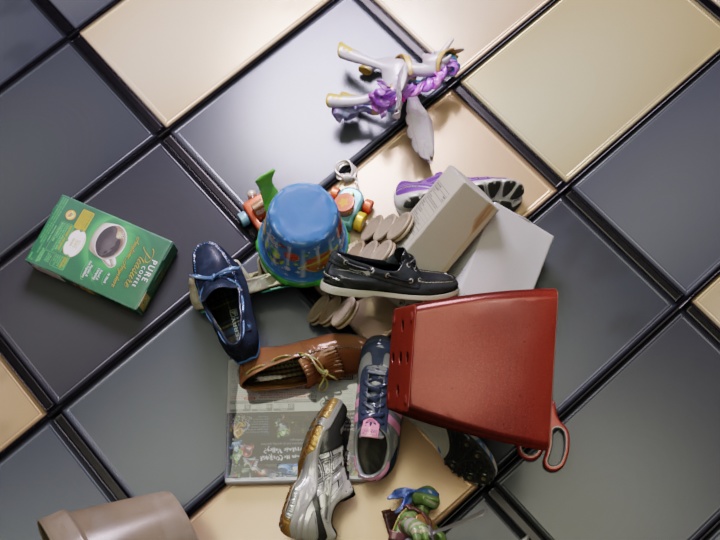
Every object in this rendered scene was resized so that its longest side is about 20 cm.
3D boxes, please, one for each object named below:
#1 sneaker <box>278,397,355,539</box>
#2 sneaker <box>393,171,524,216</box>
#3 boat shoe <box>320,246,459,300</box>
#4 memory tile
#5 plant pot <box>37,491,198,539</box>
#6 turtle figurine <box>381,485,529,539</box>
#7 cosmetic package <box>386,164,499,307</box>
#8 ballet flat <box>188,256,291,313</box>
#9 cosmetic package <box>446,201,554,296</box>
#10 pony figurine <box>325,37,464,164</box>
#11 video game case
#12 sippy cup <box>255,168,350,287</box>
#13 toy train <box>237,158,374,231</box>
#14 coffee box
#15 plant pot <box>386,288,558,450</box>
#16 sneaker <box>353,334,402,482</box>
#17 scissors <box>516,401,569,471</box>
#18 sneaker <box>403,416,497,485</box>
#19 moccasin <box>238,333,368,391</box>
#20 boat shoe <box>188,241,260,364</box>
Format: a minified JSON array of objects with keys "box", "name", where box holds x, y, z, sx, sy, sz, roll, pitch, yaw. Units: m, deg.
[{"box":[-0.044,0.279,1.577,0.088,0.076,0.200,20,75,-7],"name":"sneaker"},{"box":[0.148,-0.122,1.724,0.200,0.081,0.084,-2,41,-8],"name":"sneaker"},{"box":[0.045,0.000,1.551,0.199,0.075,0.066,3,104,-14],"name":"boat shoe"},{"box":[0.000,0.000,1.656,0.017,0.153,0.200,38,76,-18],"name":"memory tile"},{"box":[-0.310,0.383,1.520,0.173,0.200,0.200,-26,70,-23],"name":"plant pot"},{"box":[0.098,0.390,1.504,0.200,0.144,0.194,20,76,14],"name":"turtle figurine"},{"box":[0.101,-0.045,1.639,0.071,0.105,0.200,37,102,-18],"name":"cosmetic package"},{"box":[-0.159,0.009,1.692,0.200,0.067,0.062,-17,99,-3],"name":"ballet flat"},{"box":[0.187,0.015,1.648,0.113,0.081,0.200,31,70,-16],"name":"cosmetic package"},{"box":[0.053,-0.277,1.759,0.200,0.167,0.193,1,61,20],"name":"pony figurine"},{"box":[-0.094,0.216,1.642,0.200,0.023,0.182,-1,70,2],"name":"video game case"},{"box":[-0.082,-0.059,1.622,0.178,0.130,0.140,19,71,4],"name":"sippy cup"},{"box":[-0.082,-0.097,1.737,0.200,0.056,0.150,-26,71,-6],"name":"toy train"},{"box":[-0.393,-0.023,1.735,0.200,0.044,0.123,21,73,11],"name":"coffee box"},{"box":[0.134,0.120,1.478,0.176,0.200,0.200,6,84,-9],"name":"plant pot"},{"box":[0.024,0.191,1.552,0.070,0.082,0.200,0,97,13],"name":"sneaker"},{"box":[0.274,0.187,1.637,0.073,0.014,0.200,11,70,10],"name":"scissors"},{"box":[0.122,0.217,1.608,0.200,0.072,0.072,46,34,7],"name":"sneaker"},{"box":[-0.073,0.135,1.609,0.201,0.074,0.078,-4,35,1],"name":"moccasin"},{"box":[-0.189,0.034,1.622,0.084,0.069,0.200,-30,62,-2],"name":"boat shoe"}]
